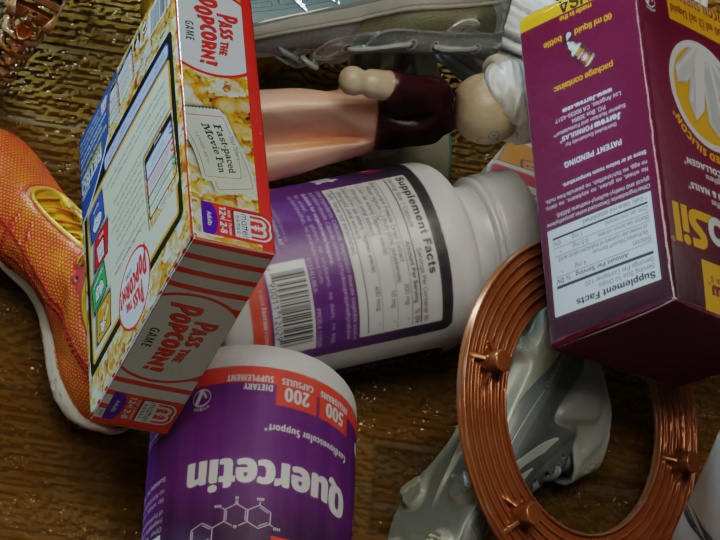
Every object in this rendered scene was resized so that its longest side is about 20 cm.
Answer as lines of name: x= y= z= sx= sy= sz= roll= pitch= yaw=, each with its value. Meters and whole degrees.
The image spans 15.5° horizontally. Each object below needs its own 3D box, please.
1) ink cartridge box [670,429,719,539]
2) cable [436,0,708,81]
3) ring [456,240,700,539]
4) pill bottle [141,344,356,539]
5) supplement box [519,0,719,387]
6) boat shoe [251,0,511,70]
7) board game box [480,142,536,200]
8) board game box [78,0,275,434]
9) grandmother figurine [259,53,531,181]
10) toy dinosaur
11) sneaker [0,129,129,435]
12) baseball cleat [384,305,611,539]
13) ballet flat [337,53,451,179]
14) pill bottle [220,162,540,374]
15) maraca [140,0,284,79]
ink cartridge box: x=0.255 y=0.129 z=1.410 sx=0.145 sy=0.200 sz=0.084 roll=-14 pitch=57 yaw=-20
cable: x=0.118 y=-0.181 z=1.656 sx=0.200 sy=0.069 sz=0.200 roll=30 pitch=46 yaw=4
ring: x=0.126 y=0.079 z=1.453 sx=0.200 sy=0.019 sz=0.201 roll=12 pitch=72 yaw=-44
pill bottle: x=-0.059 y=0.146 z=1.387 sx=0.112 sy=0.112 sz=0.200 roll=6 pitch=55 yaw=-7
supplement box: x=0.160 y=-0.049 z=1.451 sx=0.110 sy=0.086 sz=0.200 roll=19 pitch=57 yaw=-44
boat shoe: x=0.002 y=-0.141 z=1.497 sx=0.202 sy=0.065 sz=0.074 roll=-14 pitch=33 yaw=-33
board game box: x=0.172 y=-0.023 z=1.605 sx=0.200 sy=0.030 sz=0.096 roll=34 pitch=56 yaw=9
board game box: x=-0.100 y=-0.040 z=1.382 sx=0.046 sy=0.152 sz=0.200 roll=12 pitch=46 yaw=-21
grandmother figurine: x=0.008 y=-0.085 z=1.494 sx=0.200 sy=0.121 sz=0.061 roll=-6 pitch=86 yaw=-2
toy dinosaur: x=-0.178 y=-0.199 z=1.571 sx=0.200 sy=0.136 sz=0.102 roll=-41 pitch=102 yaw=6
sneaker: x=-0.159 y=-0.005 z=1.485 sx=0.073 sy=0.077 sz=0.200 roll=-7 pitch=58 yaw=-50
baseball cleat: x=0.084 y=0.114 z=1.466 sx=0.106 sy=0.070 sz=0.200 roll=35 pitch=74 yaw=-33
ballet flat: x=0.011 y=-0.129 z=1.571 sx=0.069 sy=0.069 sz=0.200 roll=-4 pitch=88 yaw=-14
pill bottle: x=0.000 y=0.000 z=1.500 sx=0.200 sy=0.111 sz=0.111 roll=-11 pitch=59 yaw=-19
maraca: x=-0.081 y=-0.157 z=1.587 sx=0.107 sy=0.137 sz=0.200 roll=40 pitch=54 yaw=-25
